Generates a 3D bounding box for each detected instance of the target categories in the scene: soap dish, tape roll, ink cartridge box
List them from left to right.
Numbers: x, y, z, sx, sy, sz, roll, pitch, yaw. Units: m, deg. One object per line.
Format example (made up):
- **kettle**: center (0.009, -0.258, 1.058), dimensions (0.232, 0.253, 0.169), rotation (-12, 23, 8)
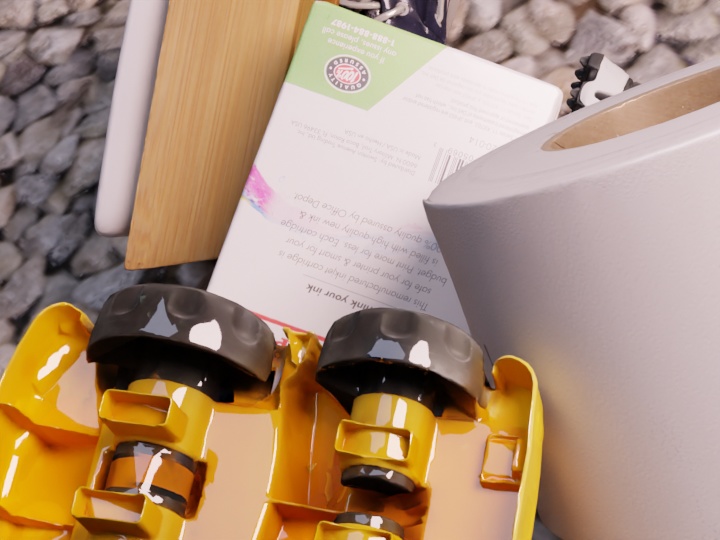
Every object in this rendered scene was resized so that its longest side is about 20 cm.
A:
- **soap dish**: center (-0.060, -0.104, 0.949), dimensions (0.081, 0.200, 0.157), rotation (12, 10, 6)
- **ink cartridge box**: center (0.000, 0.000, 0.852), dimensions (0.117, 0.067, 0.200), rotation (20, 85, 2)
- **tape roll**: center (0.141, -0.001, 0.734), dimensions (0.203, 0.139, 0.203), rotation (-20, 9, 3)

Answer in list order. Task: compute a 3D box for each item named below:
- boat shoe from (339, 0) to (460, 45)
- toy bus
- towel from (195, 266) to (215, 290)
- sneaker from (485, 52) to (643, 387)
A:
- **boat shoe**: center (0.005, -0.129, 1.033), dimensions (0.075, 0.093, 0.200), rotation (-11, 44, 18)
- **toy bus**: center (-0.023, 0.108, 0.739), dimensions (0.200, 0.192, 0.136), rotation (4, 63, 18)
- **towel**: center (-0.063, 0.066, 0.918), dimensions (0.132, 0.034, 0.200), rotation (18, 59, 40)
- **sneaker**: center (0.110, 0.004, 0.861), dimensions (0.090, 0.066, 0.200), rotation (19, 72, 3)
